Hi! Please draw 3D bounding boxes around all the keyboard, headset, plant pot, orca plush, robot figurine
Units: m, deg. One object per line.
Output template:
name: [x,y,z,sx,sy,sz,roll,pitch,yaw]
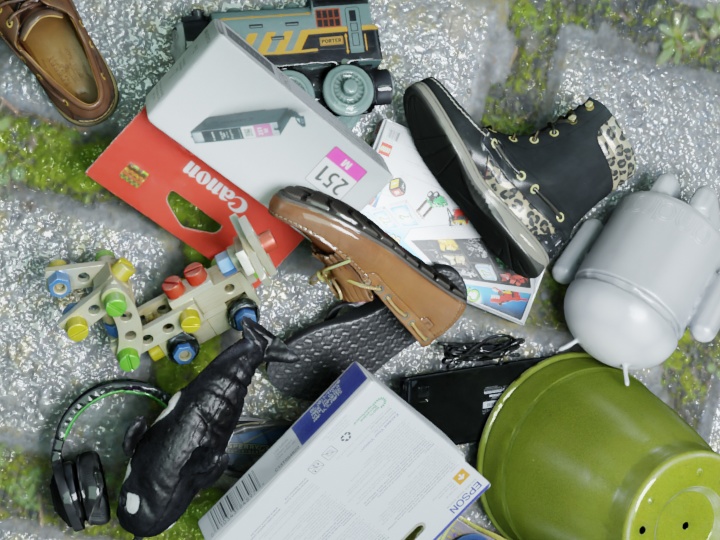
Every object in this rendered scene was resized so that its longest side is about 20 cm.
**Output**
keyboard: [0.124,0.107,1.066,0.198,0.040,0.106,-5,108,-24]
headset: [-0.208,0.197,0.962,0.122,0.094,0.203,8,91,-13]
plant pot: [0.235,0.194,0.999,0.198,0.193,0.203,-4,101,-21]
orca plush: [-0.120,0.142,0.915,0.200,0.071,0.106,-44,128,-13]
robot figurine: [0.263,0.008,1.042,0.201,0.168,0.113,-56,143,-16]

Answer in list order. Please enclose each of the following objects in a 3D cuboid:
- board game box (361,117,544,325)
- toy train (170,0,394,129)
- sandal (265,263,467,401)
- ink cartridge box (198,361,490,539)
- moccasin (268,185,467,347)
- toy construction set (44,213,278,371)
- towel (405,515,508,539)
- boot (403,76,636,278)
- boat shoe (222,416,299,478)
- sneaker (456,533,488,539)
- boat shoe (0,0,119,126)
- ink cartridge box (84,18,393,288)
board game box: [0.085,-0.044,1.045,0.198,0.035,0.128,23,88,-14]
toy train: [-0.070,-0.178,0.981,0.197,0.085,0.116,-7,83,-11]
sandal: [0.005,0.054,1.024,0.198,0.045,0.076,-28,120,-7]
ink cartridge box: [-0.009,0.204,0.989,0.200,0.041,0.200,-45,128,2]
moccasin: [-0.001,-0.001,0.944,0.201,0.074,0.078,35,98,-34]
toy construction set: [-0.154,0.015,0.947,0.198,0.093,0.132,-19,129,10]
towel: [0.048,0.316,1.068,0.143,0.023,0.201,35,85,-14]
boot: [0.145,-0.116,1.008,0.153,0.073,0.204,-39,100,-15]
boat shoe: [-0.050,0.161,1.011,0.197,0.066,0.071,7,92,-13]
sneaker: [0.059,0.325,1.020,0.200,0.078,0.070,-45,102,-7]
boat shoe: [-0.269,-0.213,0.933,0.072,0.068,0.201,-35,101,-9]
ink cartridge box: [-0.101,-0.081,0.936,0.199,0.044,0.174,36,107,-31]
